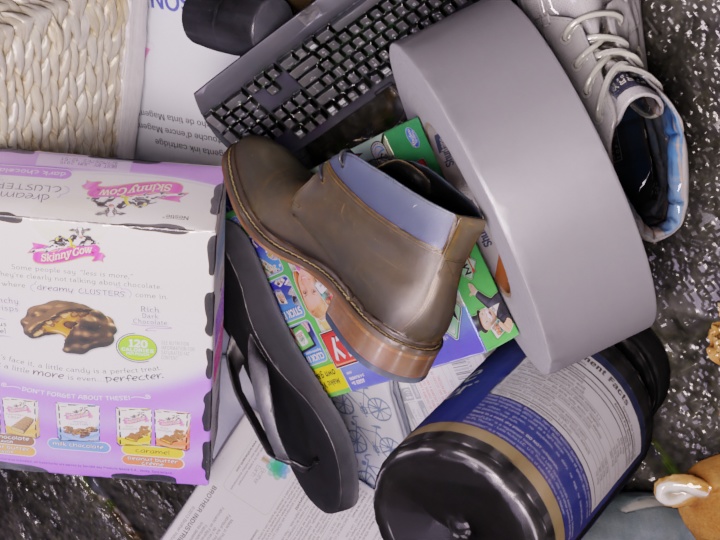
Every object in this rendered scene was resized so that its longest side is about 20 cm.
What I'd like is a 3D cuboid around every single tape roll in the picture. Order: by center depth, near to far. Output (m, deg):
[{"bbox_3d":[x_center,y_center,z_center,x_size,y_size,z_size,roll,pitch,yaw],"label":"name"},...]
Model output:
[{"bbox_3d":[0.087,-0.046,0.960,0.066,0.200,0.201,-25,104,-3],"label":"tape roll"}]

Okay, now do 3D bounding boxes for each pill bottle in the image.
[{"bbox_3d":[0.103,0.100,1.025,0.111,0.200,0.112,17,124,27],"label":"pill bottle"}]

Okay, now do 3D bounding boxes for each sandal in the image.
[{"bbox_3d":[-0.063,0.067,1.115,0.201,0.043,0.076,63,153,0],"label":"sandal"}]

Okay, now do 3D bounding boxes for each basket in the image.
[{"bbox_3d":[-0.263,-0.126,1.138,0.198,0.161,0.201,29,131,22],"label":"basket"}]

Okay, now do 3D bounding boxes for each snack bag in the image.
[{"bbox_3d":[-0.052,0.060,1.179,0.188,0.021,0.201,1,115,37],"label":"snack bag"}]

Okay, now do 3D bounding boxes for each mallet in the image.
[{"bbox_3d":[-0.043,-0.093,1.099,0.066,0.041,0.200,10,140,43],"label":"mallet"}]

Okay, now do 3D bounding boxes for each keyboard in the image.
[{"bbox_3d":[0.009,-0.115,1.040,0.200,0.021,0.127,-33,130,25],"label":"keyboard"}]

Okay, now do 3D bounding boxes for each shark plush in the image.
[{"bbox_3d":[0.183,0.182,1.076,0.199,0.083,0.091,15,102,4],"label":"shark plush"}]

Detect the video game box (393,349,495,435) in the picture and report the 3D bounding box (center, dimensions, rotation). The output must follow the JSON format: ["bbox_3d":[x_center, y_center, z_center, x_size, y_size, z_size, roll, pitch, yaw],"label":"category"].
[{"bbox_3d":[0.040,0.105,1.180,0.182,0.047,0.201,-14,107,39],"label":"video game box"}]

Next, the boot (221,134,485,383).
[{"bbox_3d":[-0.002,-0.039,0.955,0.200,0.074,0.097,49,123,36],"label":"boot"}]

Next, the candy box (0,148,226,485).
[{"bbox_3d":[-0.168,0.029,1.064,0.167,0.072,0.201,5,127,-1],"label":"candy box"}]

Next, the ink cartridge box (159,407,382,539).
[{"bbox_3d":[-0.032,0.206,1.152,0.200,0.137,0.076,33,145,1],"label":"ink cartridge box"}]

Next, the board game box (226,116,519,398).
[{"bbox_3d":[0.000,0.000,1.046,0.200,0.029,0.135,-22,93,57],"label":"board game box"}]

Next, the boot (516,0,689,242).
[{"bbox_3d":[0.135,-0.114,0.937,0.096,0.073,0.201,-125,14,-63],"label":"boot"}]

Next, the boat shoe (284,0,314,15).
[{"bbox_3d":[-0.067,-0.209,1.050,0.199,0.067,0.074,28,172,-4],"label":"boat shoe"}]

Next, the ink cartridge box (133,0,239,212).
[{"bbox_3d":[-0.144,-0.120,1.186,0.196,0.043,0.201,12,121,30],"label":"ink cartridge box"}]

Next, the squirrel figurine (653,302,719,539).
[{"bbox_3d":[0.259,0.102,0.981,0.186,0.141,0.201,-6,98,49],"label":"squirrel figurine"}]
